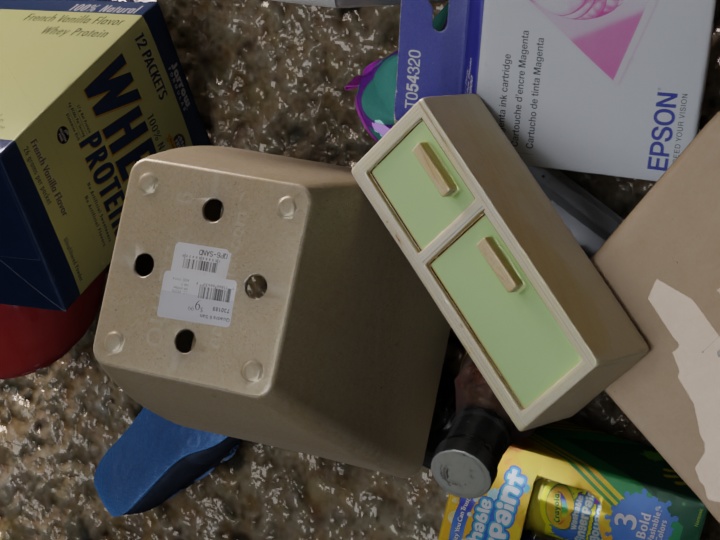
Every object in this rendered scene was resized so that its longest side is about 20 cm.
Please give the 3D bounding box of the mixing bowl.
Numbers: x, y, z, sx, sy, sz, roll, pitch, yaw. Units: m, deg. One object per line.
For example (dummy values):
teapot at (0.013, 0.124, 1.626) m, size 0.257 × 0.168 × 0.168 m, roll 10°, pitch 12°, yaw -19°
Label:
mixing bowl at (-0.272, 0.011, 1.740) m, size 0.199 × 0.200 × 0.109 m, roll 7°, pitch 131°, yaw 33°

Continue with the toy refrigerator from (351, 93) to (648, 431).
toy refrigerator at (0.083, -0.007, 1.408) m, size 0.076 × 0.070 × 0.200 m, roll -43°, pitch 70°, yaw 33°

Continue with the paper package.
paper package at (0.245, 0.024, 1.407) m, size 0.191 × 0.103 × 0.200 m, roll 48°, pitch 117°, yaw 18°

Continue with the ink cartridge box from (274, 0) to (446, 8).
ink cartridge box at (-0.053, -0.230, 1.550) m, size 0.199 × 0.145 × 0.084 m, roll 12°, pitch 104°, yaw 32°

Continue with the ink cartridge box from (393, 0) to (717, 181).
ink cartridge box at (0.121, -0.156, 1.426) m, size 0.199 × 0.043 × 0.197 m, roll 6°, pitch 123°, yaw 5°

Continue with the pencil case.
pencil case at (0.081, -0.157, 1.508) m, size 0.092 × 0.085 × 0.200 m, roll 43°, pitch 120°, yaw 1°

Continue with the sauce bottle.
sauce bottle at (0.095, 0.066, 1.468) m, size 0.066 × 0.200 × 0.066 m, roll 15°, pitch 131°, yaw 18°

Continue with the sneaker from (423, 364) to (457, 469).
sneaker at (0.030, 0.073, 1.584) m, size 0.199 × 0.060 × 0.105 m, roll 14°, pitch 124°, yaw 32°

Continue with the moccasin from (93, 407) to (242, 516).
moccasin at (-0.123, 0.112, 1.711) m, size 0.200 × 0.068 × 0.081 m, roll -37°, pitch 70°, yaw 32°

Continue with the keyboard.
keyboard at (0.167, -0.007, 1.523) m, size 0.200 × 0.011 × 0.056 m, roll 39°, pitch 123°, yaw 23°

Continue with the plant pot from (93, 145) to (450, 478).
plant pot at (-0.063, 0.014, 1.499) m, size 0.199 × 0.177 × 0.201 m, roll 11°, pitch 86°, yaw 26°

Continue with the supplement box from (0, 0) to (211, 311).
supplement box at (-0.254, -0.091, 1.657) m, size 0.199 × 0.200 × 0.135 m, roll 6°, pitch 130°, yaw 33°

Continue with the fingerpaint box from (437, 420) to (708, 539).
fingerpaint box at (0.131, 0.208, 1.515) m, size 0.166 × 0.073 × 0.201 m, roll 17°, pitch 108°, yaw 10°
